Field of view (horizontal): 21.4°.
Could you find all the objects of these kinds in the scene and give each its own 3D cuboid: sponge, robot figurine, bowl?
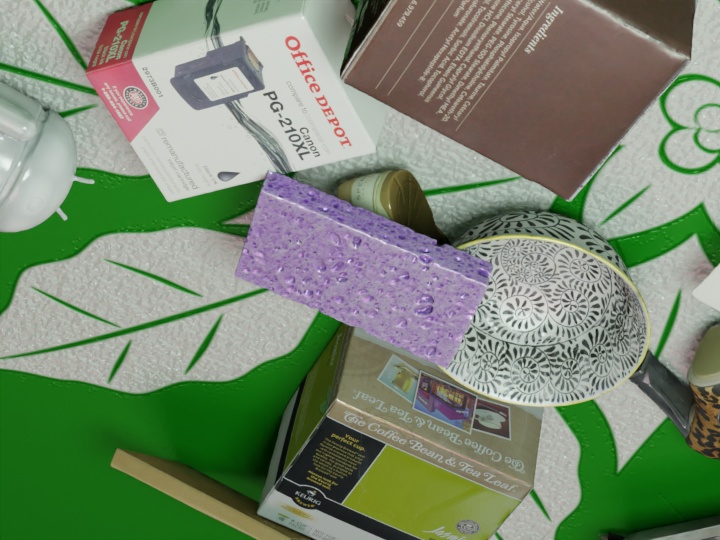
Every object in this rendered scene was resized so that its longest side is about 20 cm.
[{"bbox_3d":[0.000,0.000,1.561,0.199,0.030,0.112,23,137,-1],"label":"sponge"},{"bbox_3d":[-0.323,-0.106,1.604,0.199,0.113,0.169,29,156,-15],"label":"robot figurine"},{"bbox_3d":[0.149,0.014,1.618,0.199,0.095,0.201,7,135,8],"label":"bowl"}]

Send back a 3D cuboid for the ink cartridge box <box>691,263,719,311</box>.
[{"bbox_3d":[0.385,0.011,1.576,0.199,0.068,0.117,27,135,-13],"label":"ink cartridge box"}]

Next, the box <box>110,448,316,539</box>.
[{"bbox_3d":[-0.125,0.227,1.831,0.199,0.021,0.163,25,178,21],"label":"box"}]

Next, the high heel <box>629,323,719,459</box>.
[{"bbox_3d":[0.337,0.115,1.660,0.142,0.072,0.200,41,156,-18],"label":"high heel"}]

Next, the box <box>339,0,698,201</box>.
[{"bbox_3d":[0.117,-0.193,1.376,0.199,0.166,0.164,27,133,-12],"label":"box"}]

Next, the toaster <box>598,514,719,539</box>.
[{"bbox_3d":[0.325,0.325,1.803,0.199,0.182,0.119,-15,173,22],"label":"toaster"}]

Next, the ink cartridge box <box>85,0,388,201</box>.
[{"bbox_3d":[-0.094,-0.151,1.525,0.199,0.085,0.145,-12,130,24],"label":"ink cartridge box"}]

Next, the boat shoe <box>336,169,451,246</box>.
[{"bbox_3d":[0.036,-0.009,1.648,0.066,0.074,0.201,4,134,29],"label":"boat shoe"}]

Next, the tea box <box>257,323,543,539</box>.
[{"bbox_3d":[0.039,0.164,1.762,0.199,0.134,0.197,25,135,-11],"label":"tea box"}]
